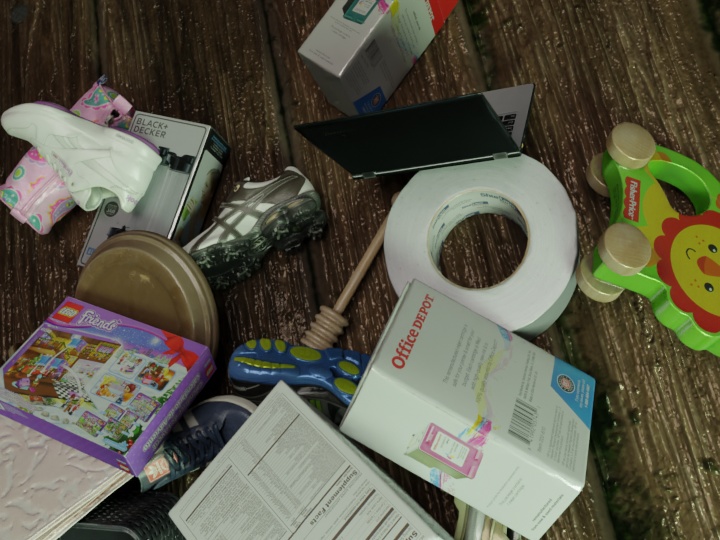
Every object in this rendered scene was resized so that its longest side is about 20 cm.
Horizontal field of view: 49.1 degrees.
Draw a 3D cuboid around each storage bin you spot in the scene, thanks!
[{"bbox_3d":[-0.280,0.302,0.797,0.195,0.094,0.139,-1,94,14],"label":"storage bin"}]

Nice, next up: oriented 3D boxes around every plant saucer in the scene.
[{"bbox_3d":[-0.245,0.058,0.875,0.196,0.029,0.205,4,101,23],"label":"plant saucer"}]

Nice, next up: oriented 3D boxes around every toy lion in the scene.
[{"bbox_3d":[0.305,-0.024,0.739,0.188,0.069,0.203,18,57,-3],"label":"toy lion"}]

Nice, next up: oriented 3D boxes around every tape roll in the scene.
[{"bbox_3d":[0.125,-0.022,0.812,0.196,0.066,0.205,-5,72,16],"label":"tape roll"}]

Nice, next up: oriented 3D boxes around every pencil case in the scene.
[{"bbox_3d":[-0.359,-0.142,0.986,0.200,0.087,0.087,-45,67,1],"label":"pencil case"}]

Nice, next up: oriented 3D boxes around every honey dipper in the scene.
[{"bbox_3d":[0.000,0.000,0.859,0.037,0.038,0.202,27,81,22],"label":"honey dipper"}]

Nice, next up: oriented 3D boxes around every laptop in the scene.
[{"bbox_3d":[0.063,-0.164,0.787,0.183,0.117,0.202,-4,41,25],"label":"laptop"}]

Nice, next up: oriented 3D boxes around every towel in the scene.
[{"bbox_3d":[-0.317,0.177,0.792,0.190,0.033,0.199,-35,48,-23],"label":"towel"}]

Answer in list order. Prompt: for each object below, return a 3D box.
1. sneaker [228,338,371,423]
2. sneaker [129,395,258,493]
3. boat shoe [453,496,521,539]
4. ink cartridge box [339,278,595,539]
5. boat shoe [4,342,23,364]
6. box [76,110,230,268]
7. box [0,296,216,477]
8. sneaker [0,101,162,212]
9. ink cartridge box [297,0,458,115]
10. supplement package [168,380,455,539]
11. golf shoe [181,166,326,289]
[{"bbox_3d":[-0.041,0.127,0.820,0.195,0.084,0.071,12,42,6],"label":"sneaker"},{"bbox_3d":[-0.189,0.188,0.816,0.196,0.085,0.076,-17,103,23],"label":"sneaker"},{"bbox_3d":[0.122,0.260,0.721,0.067,0.075,0.205,-3,72,22],"label":"boat shoe"},{"bbox_3d":[0.097,0.117,0.700,0.197,0.145,0.085,30,126,3],"label":"ink cartridge box"},{"bbox_3d":[-0.375,0.182,0.902,0.071,0.072,0.203,-30,74,5],"label":"boat shoe"},{"bbox_3d":[-0.246,-0.080,0.946,0.114,0.060,0.204,15,78,20],"label":"box"},{"bbox_3d":[-0.264,0.110,0.798,0.196,0.040,0.138,16,50,24],"label":"box"},{"bbox_3d":[-0.331,-0.129,0.903,0.196,0.075,0.102,19,84,10],"label":"sneaker"},{"bbox_3d":[0.028,-0.282,0.893,0.067,0.116,0.202,34,85,23],"label":"ink cartridge box"},{"bbox_3d":[-0.026,0.233,0.671,0.151,0.152,0.199,-48,54,-7],"label":"supplement package"},{"bbox_3d":[-0.138,-0.049,0.902,0.196,0.078,0.096,-23,60,0],"label":"golf shoe"}]
